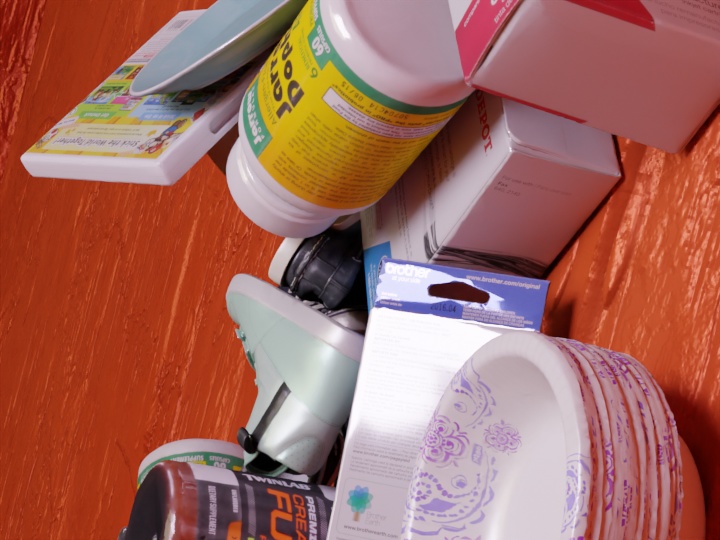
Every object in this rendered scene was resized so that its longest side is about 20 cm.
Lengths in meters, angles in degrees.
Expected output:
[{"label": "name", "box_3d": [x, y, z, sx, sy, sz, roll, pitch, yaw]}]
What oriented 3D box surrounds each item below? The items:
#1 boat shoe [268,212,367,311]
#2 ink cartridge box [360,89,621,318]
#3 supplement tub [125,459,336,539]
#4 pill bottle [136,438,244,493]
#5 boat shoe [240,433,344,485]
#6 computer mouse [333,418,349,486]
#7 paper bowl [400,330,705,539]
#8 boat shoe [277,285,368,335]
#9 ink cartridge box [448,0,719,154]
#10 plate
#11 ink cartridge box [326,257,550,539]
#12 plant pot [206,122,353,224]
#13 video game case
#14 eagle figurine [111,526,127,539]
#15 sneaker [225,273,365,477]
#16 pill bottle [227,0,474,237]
[{"label": "boat shoe", "box_3d": [0.001, -0.002, 1.317, 0.075, 0.066, 0.199, -58, -15, 7]}, {"label": "ink cartridge box", "box_3d": [0.077, -0.060, 1.194, 0.200, 0.085, 0.147, -53, 31, 43]}, {"label": "supplement tub", "box_3d": [-0.049, 0.190, 1.203, 0.107, 0.199, 0.108, -169, 90, -69]}, {"label": "pill bottle", "box_3d": [-0.134, 0.251, 1.508, 0.113, 0.112, 0.201, 130, 148, -49]}, {"label": "boat shoe", "box_3d": [-0.075, 0.189, 1.282, 0.201, 0.074, 0.060, -58, -15, -6]}, {"label": "computer mouse", "box_3d": [0.012, 0.108, 1.311, 0.200, 0.046, 0.141, 126, 151, -45]}, {"label": "paper bowl", "box_3d": [0.107, 0.139, 0.968, 0.201, 0.104, 0.202, -166, 90, -70]}, {"label": "boat shoe", "box_3d": [-0.035, 0.039, 1.432, 0.200, 0.074, 0.093, 140, 131, -59]}, {"label": "ink cartridge box", "box_3d": [0.126, -0.179, 1.053, 0.201, 0.147, 0.086, -97, 30, -41]}, {"label": "plate", "box_3d": [-0.071, -0.172, 1.233, 0.200, 0.026, 0.200, -33, 18, 12]}, {"label": "ink cartridge box", "box_3d": [0.052, 0.099, 1.134, 0.119, 0.042, 0.201, 7, 85, 25]}, {"label": "plant pot", "box_3d": [-0.030, -0.110, 1.401, 0.200, 0.199, 0.135, 20, 130, 69]}, {"label": "video game case", "box_3d": [-0.132, -0.128, 1.305, 0.182, 0.023, 0.200, -47, 30, -25]}, {"label": "eagle figurine", "box_3d": [-0.096, 0.286, 1.352, 0.151, 0.152, 0.201, -33, 60, 18]}, {"label": "sneaker", "box_3d": [-0.066, 0.075, 1.255, 0.119, 0.074, 0.200, -62, 26, -2]}, {"label": "pill bottle", "box_3d": [-0.009, -0.105, 1.146, 0.200, 0.112, 0.113, 133, 145, -51]}]
